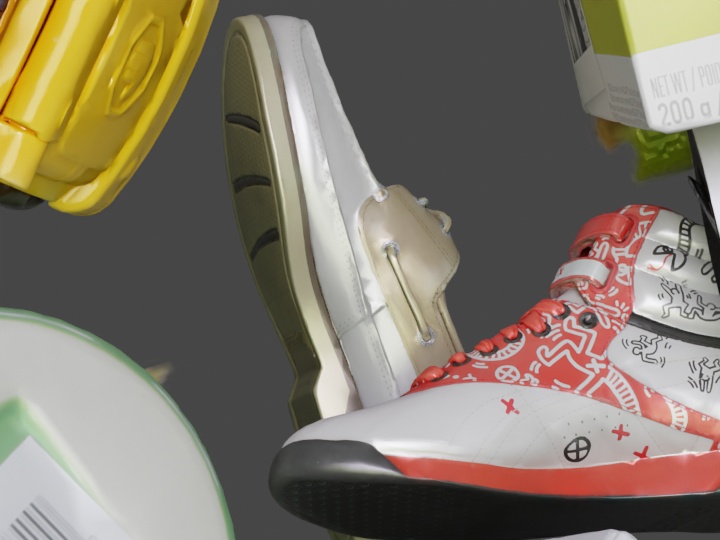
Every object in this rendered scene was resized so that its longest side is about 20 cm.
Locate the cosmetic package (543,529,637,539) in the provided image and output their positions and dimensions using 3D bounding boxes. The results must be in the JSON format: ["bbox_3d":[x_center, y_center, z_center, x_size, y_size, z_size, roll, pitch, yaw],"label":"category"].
[{"bbox_3d":[0.025,0.203,0.926,0.123,0.200,0.200,45,68,-10],"label":"cosmetic package"}]

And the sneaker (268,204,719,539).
[{"bbox_3d":[0.065,0.035,0.971,0.200,0.067,0.108,0,67,-9],"label":"sneaker"}]

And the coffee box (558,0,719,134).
[{"bbox_3d":[0.158,-0.166,0.925,0.199,0.200,0.199,-14,95,1],"label":"coffee box"}]

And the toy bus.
[{"bbox_3d":[-0.162,-0.108,0.926,0.199,0.192,0.136,26,97,5],"label":"toy bus"}]

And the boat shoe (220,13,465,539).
[{"bbox_3d":[0.000,0.000,1.012,0.068,0.075,0.201,-15,95,-15],"label":"boat shoe"}]

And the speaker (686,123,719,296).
[{"bbox_3d":[0.210,-0.035,0.916,0.199,0.081,0.082,-13,95,4],"label":"speaker"}]

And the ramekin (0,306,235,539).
[{"bbox_3d":[-0.140,0.108,0.959,0.199,0.098,0.201,7,74,-26],"label":"ramekin"}]
